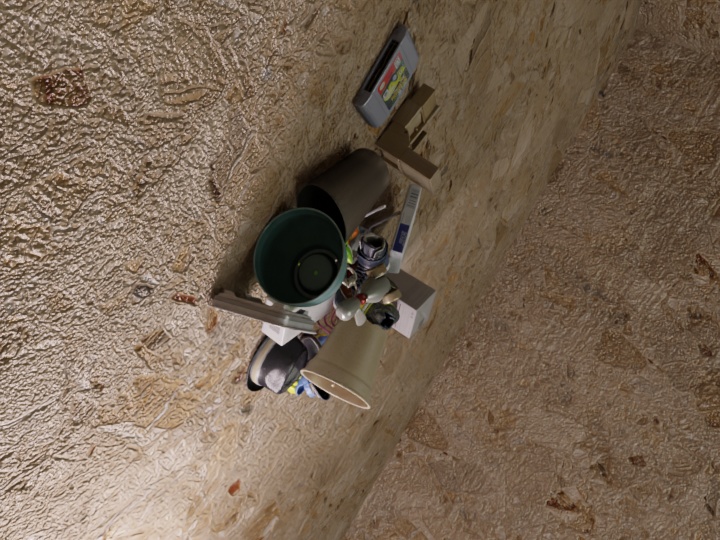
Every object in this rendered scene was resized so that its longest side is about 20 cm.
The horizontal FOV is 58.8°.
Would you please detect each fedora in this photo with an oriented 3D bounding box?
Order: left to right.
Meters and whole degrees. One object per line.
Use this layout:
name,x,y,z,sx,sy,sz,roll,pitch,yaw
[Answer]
fedora,-0.197,0.235,1.605,0.201,0.090,0.203,-46,154,-30

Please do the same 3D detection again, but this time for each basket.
basket,-0.031,-0.170,1.420,0.200,0.134,0.183,-48,149,-35

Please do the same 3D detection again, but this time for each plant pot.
plant pot,-0.111,-0.011,1.345,0.203,0.198,0.134,-56,158,-6
plant pot,-0.027,0.217,1.613,0.187,0.196,0.201,-63,160,-19

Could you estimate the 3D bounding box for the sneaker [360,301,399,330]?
sneaker,0.060,0.123,1.668,0.075,0.081,0.199,-54,154,8

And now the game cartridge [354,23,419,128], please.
game cartridge,0.063,-0.426,1.427,0.203,0.040,0.133,-60,162,0

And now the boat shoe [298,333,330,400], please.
boat shoe,-0.119,0.263,1.742,0.071,0.063,0.205,-20,110,-14

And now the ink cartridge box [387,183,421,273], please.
ink cartridge box,0.116,-0.101,1.739,0.201,0.040,0.204,97,10,-71

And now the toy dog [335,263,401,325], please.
toy dog,0.002,0.059,1.504,0.196,0.135,0.096,-3,165,-40

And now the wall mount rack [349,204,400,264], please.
wall mount rack,0.021,-0.100,1.690,0.177,0.074,0.199,-64,159,7

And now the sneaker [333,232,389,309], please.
sneaker,-0.001,-0.001,1.586,0.203,0.076,0.147,-49,159,-23

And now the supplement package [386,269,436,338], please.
supplement package,0.111,0.084,1.947,0.121,0.198,0.122,-37,149,-41

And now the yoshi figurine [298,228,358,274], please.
yoshi figurine,-0.092,-0.045,1.501,0.201,0.110,0.114,-56,138,-40

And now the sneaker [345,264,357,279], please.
sneaker,0.022,-0.003,1.785,0.084,0.078,0.200,-34,-174,35

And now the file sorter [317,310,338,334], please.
file sorter,-0.016,0.128,1.814,0.127,0.138,0.199,-59,158,9

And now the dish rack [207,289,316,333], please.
dish rack,-0.195,0.082,1.304,0.171,0.195,0.045,24,80,-68

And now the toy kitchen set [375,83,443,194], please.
toy kitchen set,0.172,-0.312,1.611,0.201,0.179,0.163,-51,158,-7

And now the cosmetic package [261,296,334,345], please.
cosmetic package,-0.147,0.085,1.557,0.199,0.070,0.103,-32,146,-49

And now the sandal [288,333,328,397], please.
sandal,-0.131,0.276,1.817,0.079,0.086,0.204,-4,120,-61

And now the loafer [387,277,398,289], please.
loafer,0.050,0.052,1.732,0.198,0.069,0.077,-4,118,-59
